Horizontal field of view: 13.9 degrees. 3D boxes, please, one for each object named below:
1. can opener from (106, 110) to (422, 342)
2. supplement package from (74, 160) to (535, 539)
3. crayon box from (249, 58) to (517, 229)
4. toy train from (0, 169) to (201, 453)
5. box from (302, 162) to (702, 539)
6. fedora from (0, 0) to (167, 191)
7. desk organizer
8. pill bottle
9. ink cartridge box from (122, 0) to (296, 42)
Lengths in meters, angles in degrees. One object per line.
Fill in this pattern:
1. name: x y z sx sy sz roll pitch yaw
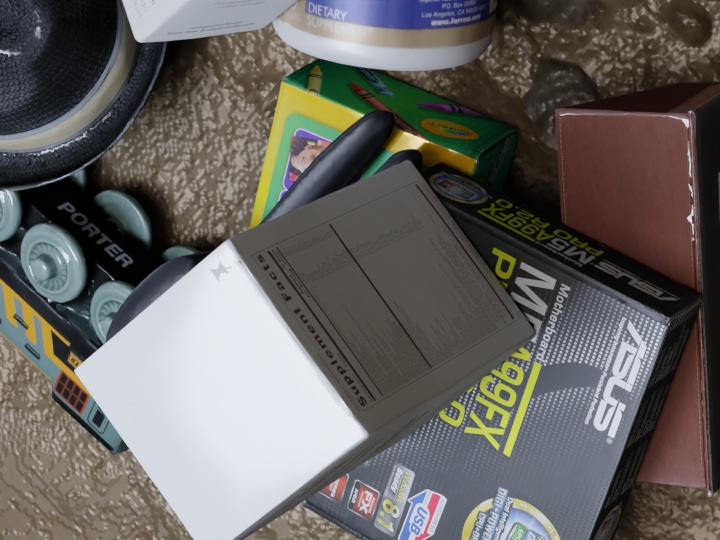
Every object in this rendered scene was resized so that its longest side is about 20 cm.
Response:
1. can opener: -0.042 -0.005 1.542 0.200 0.079 0.064 -38 79 23
2. supplement package: -0.023 0.038 1.404 0.109 0.200 0.114 -39 83 28
3. crayon box: 0.000 0.000 1.590 0.118 0.058 0.201 23 115 18
4. toy train: -0.163 0.010 1.663 0.200 0.085 0.114 40 129 15
5. box: 0.068 0.068 1.511 0.160 0.044 0.201 29 119 21
6. fedora: -0.205 -0.141 1.591 0.200 0.092 0.202 -5 76 21
7. desk organizer: 0.152 0.006 1.509 0.077 0.072 0.201 4 108 28
8. pill bottle: 0.019 -0.210 1.480 0.115 0.116 0.201 13 111 23
9. ink cartridge box: -0.050 -0.216 1.402 0.200 0.083 0.146 -34 71 51
